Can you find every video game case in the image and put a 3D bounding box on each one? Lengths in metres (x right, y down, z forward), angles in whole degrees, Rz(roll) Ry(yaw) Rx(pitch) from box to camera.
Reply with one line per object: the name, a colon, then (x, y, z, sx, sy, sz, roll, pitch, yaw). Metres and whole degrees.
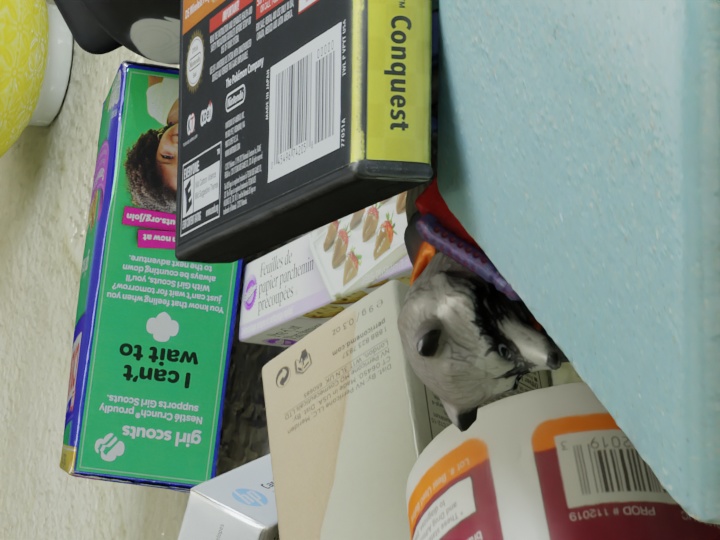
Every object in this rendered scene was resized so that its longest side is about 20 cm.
video game case: (-0.020, -0.103, 0.829, 0.200, 0.025, 0.181, 161, 111, -71)

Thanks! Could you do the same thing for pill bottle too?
pill bottle: (0.082, 0.147, 0.887, 0.114, 0.114, 0.200, 125, 146, -47)

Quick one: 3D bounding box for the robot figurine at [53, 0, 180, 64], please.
robot figurine: (-0.066, -0.174, 1.281, 0.200, 0.125, 0.151, -23, 48, 39)

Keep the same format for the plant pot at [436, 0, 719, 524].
plant pot: (0.128, -0.091, 0.666, 0.196, 0.196, 0.200, -124, 22, -57)

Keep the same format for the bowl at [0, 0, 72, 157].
bowl: (-0.249, -0.141, 1.772, 0.200, 0.107, 0.201, -173, 90, -68)

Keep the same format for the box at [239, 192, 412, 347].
box: (0.000, 0.000, 1.225, 0.200, 0.041, 0.039, 157, 119, -63)

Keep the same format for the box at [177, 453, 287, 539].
box: (-0.039, 0.167, 1.133, 0.041, 0.156, 0.200, 26, 112, 23)

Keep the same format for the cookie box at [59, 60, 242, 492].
cookie box: (-0.103, 0.008, 1.374, 0.171, 0.075, 0.201, 159, 118, -81)

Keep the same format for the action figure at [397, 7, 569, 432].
action figure: (0.095, -0.014, 0.845, 0.200, 0.193, 0.105, 42, 154, 24)

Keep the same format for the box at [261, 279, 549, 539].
box: (0.028, 0.115, 1.024, 0.078, 0.095, 0.200, -34, 45, 31)

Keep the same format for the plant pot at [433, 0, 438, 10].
plant pot: (0.055, -0.177, 0.971, 0.161, 0.200, 0.201, -51, 37, 37)
